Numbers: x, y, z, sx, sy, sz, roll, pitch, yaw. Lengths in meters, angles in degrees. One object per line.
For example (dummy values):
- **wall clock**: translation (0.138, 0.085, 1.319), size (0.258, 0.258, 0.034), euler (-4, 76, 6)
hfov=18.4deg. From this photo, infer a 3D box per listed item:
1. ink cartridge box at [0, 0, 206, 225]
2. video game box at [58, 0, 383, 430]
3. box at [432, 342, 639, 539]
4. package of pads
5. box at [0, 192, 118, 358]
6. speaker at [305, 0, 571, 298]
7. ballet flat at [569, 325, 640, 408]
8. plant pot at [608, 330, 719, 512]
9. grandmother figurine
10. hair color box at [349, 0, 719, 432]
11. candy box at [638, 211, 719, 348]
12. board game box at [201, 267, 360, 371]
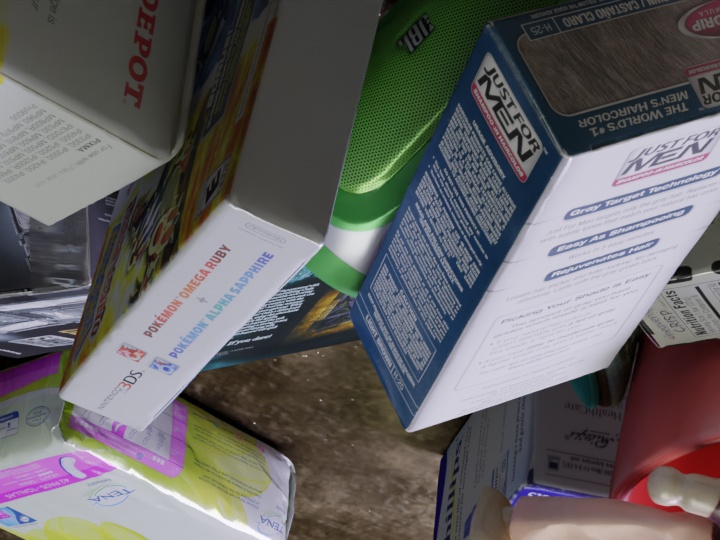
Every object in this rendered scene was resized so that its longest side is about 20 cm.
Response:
- **ink cartridge box**: translation (-0.160, -0.127, 0.834), size (0.199, 0.146, 0.083), euler (29, 144, -34)
- **video game box**: translation (-0.049, -0.061, 0.876), size (0.047, 0.201, 0.182), euler (22, 146, -14)
- **box**: translation (0.152, 0.132, 1.268), size (0.183, 0.105, 0.200), euler (12, 150, -9)
- **package of pads**: translation (-0.154, 0.122, 1.343), size (0.154, 0.069, 0.200), euler (-18, 143, 37)
- **box**: translation (-0.153, 0.004, 1.086), size (0.157, 0.050, 0.200), euler (-7, 171, 20)
- **speaker**: translation (0.048, -0.080, 0.877), size (0.088, 0.089, 0.200), euler (28, 119, -33)
- **ballet flat**: translation (0.088, -0.029, 0.987), size (0.201, 0.071, 0.069), euler (58, 171, -23)
- **plant pot**: translation (0.215, 0.035, 1.015), size (0.199, 0.178, 0.201), euler (5, 150, 3)
- **grandmother figurine**: translation (0.154, 0.121, 0.942), size (0.199, 0.061, 0.121), euler (-4, 157, 21)
- **hair color box**: translation (0.072, -0.022, 0.818), size (0.100, 0.061, 0.200), euler (-17, 156, -25)
- **candy box**: translation (0.204, -0.053, 0.906), size (0.199, 0.137, 0.061), euler (-10, 147, 27)
- **board game box**: translation (0.000, 0.000, 1.050), size (0.199, 0.028, 0.135), euler (-10, 159, -37)
